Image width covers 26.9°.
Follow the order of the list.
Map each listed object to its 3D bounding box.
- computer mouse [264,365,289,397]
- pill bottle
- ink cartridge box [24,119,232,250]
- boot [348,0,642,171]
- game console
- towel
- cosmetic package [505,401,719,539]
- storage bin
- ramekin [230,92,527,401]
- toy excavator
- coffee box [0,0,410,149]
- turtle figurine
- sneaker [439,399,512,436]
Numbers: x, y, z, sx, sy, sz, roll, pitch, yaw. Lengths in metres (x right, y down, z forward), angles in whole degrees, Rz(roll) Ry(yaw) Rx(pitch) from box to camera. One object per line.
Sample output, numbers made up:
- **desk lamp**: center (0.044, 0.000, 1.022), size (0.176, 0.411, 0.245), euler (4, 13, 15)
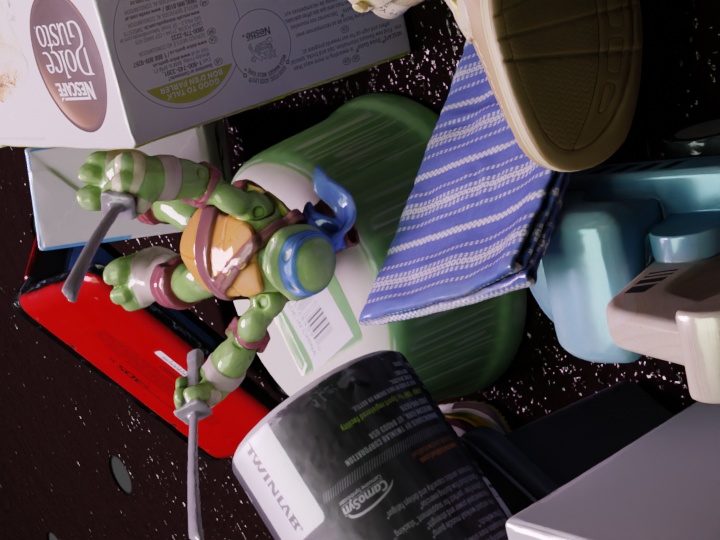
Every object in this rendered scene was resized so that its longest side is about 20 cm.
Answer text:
- **computer mouse**: center (-0.030, 0.093, 1.014), size (0.200, 0.058, 0.034), euler (-121, 49, -68)
- **pill bottle**: center (0.030, 0.148, 0.729), size (0.201, 0.106, 0.106), euler (56, 146, 16)
- **ink cartridge box**: center (-0.149, -0.066, 1.022), size (0.200, 0.114, 0.069), euler (-96, -1, -82)
- **boot**: center (0.047, -0.131, 0.682), size (0.155, 0.072, 0.202), euler (-22, 86, 67)
- **game console**: center (-0.137, 0.034, 1.084), size (0.200, 0.119, 0.172), euler (41, 146, -25)
- **towel**: center (0.067, -0.072, 0.736), size (0.024, 0.202, 0.144), euler (30, 157, -22)
- **cosmetic package**: center (0.190, 0.169, 0.672), size (0.122, 0.199, 0.201), euler (7, 116, 53)
- **storage bin**: center (0.124, 0.166, 0.826), size (0.145, 0.134, 0.201), euler (40, 140, 34)
- **ramekin**: center (0.000, 0.000, 0.932), size (0.199, 0.097, 0.202), euler (32, 134, 41)
- **toy excavator**: center (0.132, 0.005, 0.658), size (0.193, 0.199, 0.101), euler (-1, 110, 40)
- **coffee box**: center (-0.121, -0.193, 0.893), size (0.199, 0.199, 0.200), euler (8, 116, 54)
- **turtle figurine**: center (-0.113, 0.004, 0.822), size (0.144, 0.201, 0.193), euler (41, 168, -31)
- **sneaker**: center (0.018, 0.134, 0.997), size (0.200, 0.090, 0.076), euler (-26, 89, 57)
